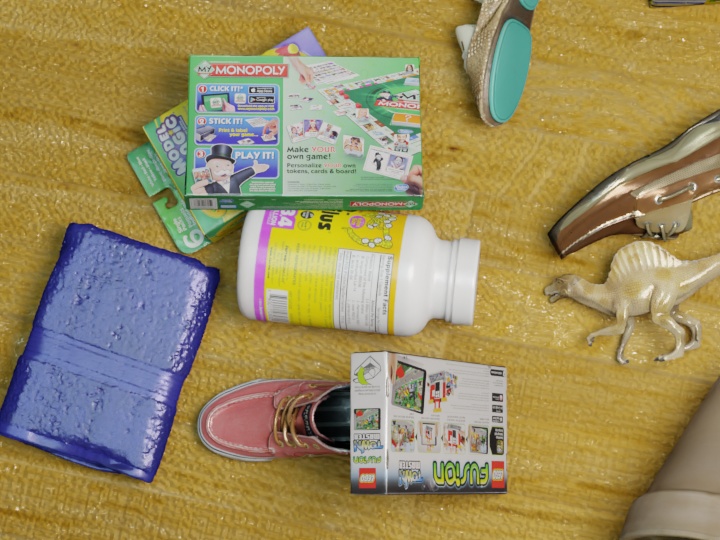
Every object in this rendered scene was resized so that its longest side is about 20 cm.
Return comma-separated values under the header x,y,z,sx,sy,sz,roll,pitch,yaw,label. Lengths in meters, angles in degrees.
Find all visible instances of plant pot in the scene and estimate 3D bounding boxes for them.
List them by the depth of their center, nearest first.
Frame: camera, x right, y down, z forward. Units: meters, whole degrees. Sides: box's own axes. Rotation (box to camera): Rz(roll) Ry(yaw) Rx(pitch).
x,y,z,sx,sy,sz,roll,pitch,yaw,label
0.325,0.176,1.349,0.199,0.200,0.174,20,67,7,plant pot

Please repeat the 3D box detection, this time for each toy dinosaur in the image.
x,y,z,sx,sy,sz,roll,pitch,yaw,label
0.256,0.022,1.416,0.199,0.058,0.102,-13,92,12,toy dinosaur

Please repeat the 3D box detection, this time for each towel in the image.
x,y,z,sx,sy,sz,roll,pitch,yaw,label
-0.218,0.071,1.465,0.147,0.050,0.201,19,84,0,towel

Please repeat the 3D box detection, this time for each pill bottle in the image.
x,y,z,sx,sy,sz,roll,pitch,yaw,label
0.000,0.000,1.425,0.198,0.104,0.105,6,83,5,pill bottle

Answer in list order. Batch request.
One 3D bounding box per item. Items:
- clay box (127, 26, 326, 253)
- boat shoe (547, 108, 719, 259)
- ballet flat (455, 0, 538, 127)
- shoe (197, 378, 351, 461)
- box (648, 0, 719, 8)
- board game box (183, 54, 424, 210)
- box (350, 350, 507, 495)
x,y,z,sx,sy,sz,roll,pitch,yaw,label
-0.100,-0.112,1.475,0.199,0.048,0.115,-32,80,-2,clay box
0.256,-0.063,1.429,0.199,0.076,0.074,-32,84,1,boat shoe
0.121,-0.224,1.474,0.065,0.070,0.201,10,80,33,ballet flat
-0.048,0.123,1.416,0.198,0.091,0.072,-4,83,8,shoe
0.350,-0.272,1.449,0.198,0.070,0.065,-3,83,4,box
-0.047,-0.117,1.416,0.198,0.029,0.135,1,66,-2,board game box
0.059,0.127,1.359,0.035,0.200,0.111,-4,81,32,box
